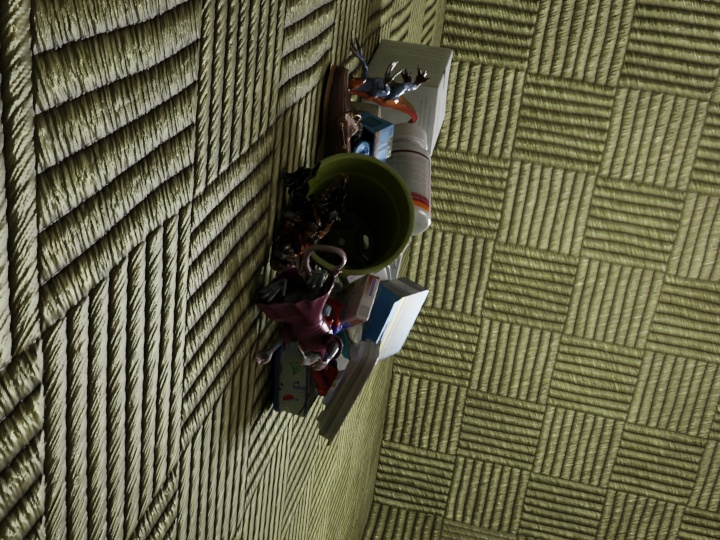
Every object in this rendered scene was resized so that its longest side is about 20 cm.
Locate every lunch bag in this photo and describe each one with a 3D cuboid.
[{"bbox_3d":[-0.097,0.142,1.691,0.201,0.075,0.162,-68,164,-55],"label":"lunch bag"}]

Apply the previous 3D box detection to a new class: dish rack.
[{"bbox_3d":[-0.024,0.194,1.633,0.173,0.043,0.200,-60,-178,7],"label":"dish rack"}]

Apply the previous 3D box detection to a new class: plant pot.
[{"bbox_3d":[-0.021,-0.069,1.629,0.190,0.198,0.203,116,-13,-75],"label":"plant pot"}]

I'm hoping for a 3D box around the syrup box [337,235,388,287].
[{"bbox_3d":[0.000,0.000,1.823,0.079,0.081,0.200,57,-8,22],"label":"syrup box"}]

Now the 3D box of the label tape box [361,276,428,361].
[{"bbox_3d":[0.044,0.095,1.823,0.145,0.063,0.200,-65,162,14],"label":"label tape box"}]

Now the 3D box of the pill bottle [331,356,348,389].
[{"bbox_3d":[-0.049,0.157,1.924,0.200,0.109,0.112,83,19,-66],"label":"pill bottle"}]

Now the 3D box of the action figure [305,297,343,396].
[{"bbox_3d":[-0.060,0.134,1.580,0.066,0.051,0.202,-61,160,-47],"label":"action figure"}]

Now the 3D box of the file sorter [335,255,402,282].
[{"bbox_3d":[0.021,-0.082,2.029,0.125,0.137,0.202,81,21,-63],"label":"file sorter"}]

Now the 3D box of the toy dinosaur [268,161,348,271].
[{"bbox_3d":[-0.079,-0.087,1.471,0.136,0.101,0.202,108,-5,-50],"label":"toy dinosaur"}]

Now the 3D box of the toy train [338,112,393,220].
[{"bbox_3d":[-0.001,-0.188,1.788,0.114,0.086,0.202,-29,136,-41],"label":"toy train"}]

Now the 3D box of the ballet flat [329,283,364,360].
[{"bbox_3d":[-0.030,0.083,1.791,0.201,0.071,0.072,-122,-151,-46],"label":"ballet flat"}]

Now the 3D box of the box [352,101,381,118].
[{"bbox_3d":[0.005,-0.249,1.928,0.200,0.067,0.083,78,22,-70],"label":"box"}]

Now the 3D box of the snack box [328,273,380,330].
[{"bbox_3d":[-0.015,0.056,1.581,0.200,0.024,0.073,151,-43,-72],"label":"snack box"}]

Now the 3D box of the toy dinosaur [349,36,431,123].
[{"bbox_3d":[0.041,-0.329,1.789,0.180,0.105,0.202,-27,121,-28],"label":"toy dinosaur"}]

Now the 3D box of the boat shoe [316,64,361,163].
[{"bbox_3d":[-0.032,-0.246,1.656,0.070,0.069,0.202,-59,157,-66],"label":"boat shoe"}]

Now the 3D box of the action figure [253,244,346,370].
[{"bbox_3d":[-0.083,0.072,1.446,0.150,0.133,0.201,-62,151,-30],"label":"action figure"}]

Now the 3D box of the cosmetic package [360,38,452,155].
[{"bbox_3d":[0.097,-0.374,2.081,0.201,0.163,0.166,-70,167,-51],"label":"cosmetic package"}]

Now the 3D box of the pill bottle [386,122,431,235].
[{"bbox_3d":[0.084,-0.178,1.889,0.110,0.108,0.202,85,6,-64],"label":"pill bottle"}]
